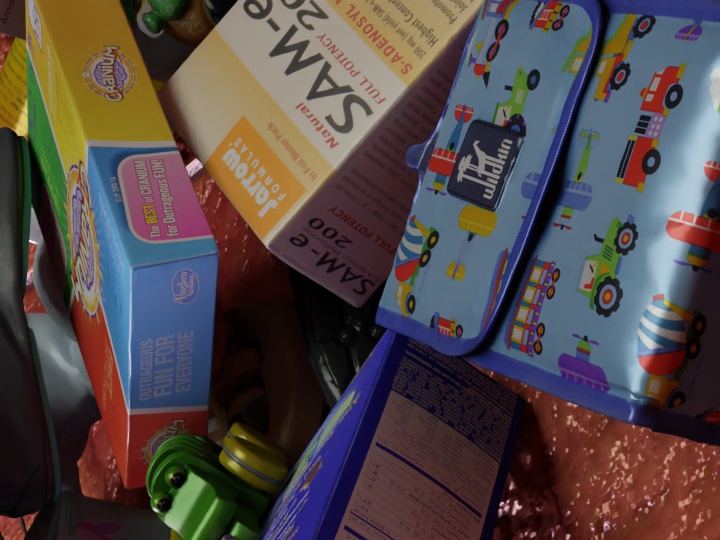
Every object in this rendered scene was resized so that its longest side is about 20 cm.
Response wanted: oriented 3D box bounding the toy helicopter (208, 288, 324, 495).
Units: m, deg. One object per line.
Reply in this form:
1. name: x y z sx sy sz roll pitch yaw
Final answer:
1. toy helicopter: -0.058 0.112 1.093 0.132 0.078 0.201 50 129 45

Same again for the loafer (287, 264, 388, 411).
1. loafer: 0.000 0.000 1.048 0.071 0.067 0.202 93 168 -57

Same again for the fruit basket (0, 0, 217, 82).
1. fruit basket: -0.080 -0.184 1.127 0.094 0.199 0.187 34 105 43

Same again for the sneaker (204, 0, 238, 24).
1. sneaker: -0.002 -0.191 1.056 0.203 0.145 0.077 -57 33 23

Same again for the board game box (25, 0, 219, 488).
1. board game box: -0.115 -0.024 1.034 0.154 0.040 0.201 98 156 -46

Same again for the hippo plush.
1. hippo plush: -0.162 0.057 1.166 0.160 0.201 0.159 -25 14 23

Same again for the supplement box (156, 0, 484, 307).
1. supplement box: 0.016 -0.103 0.980 0.200 0.073 0.126 -48 47 8

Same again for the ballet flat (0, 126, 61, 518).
1. ballet flat: -0.189 0.022 1.078 0.073 0.073 0.202 -30 62 49

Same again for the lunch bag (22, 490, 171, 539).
1. lunch bag: -0.151 0.224 1.079 0.161 0.076 0.201 124 157 -47

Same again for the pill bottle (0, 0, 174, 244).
1. pill bottle: -0.154 -0.115 1.300 0.201 0.109 0.109 -63 32 16

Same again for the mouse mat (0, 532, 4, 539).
1. mouse mat: -0.218 0.127 1.083 0.162 0.007 0.200 60 148 17

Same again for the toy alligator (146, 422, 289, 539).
1. toy alligator: -0.068 0.098 0.939 0.060 0.054 0.200 -59 3 3

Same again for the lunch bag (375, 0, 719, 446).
1. lunch bag: 0.090 -0.029 0.849 0.199 0.094 0.152 19 92 51

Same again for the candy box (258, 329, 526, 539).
1. candy box: -0.013 0.139 0.899 0.170 0.077 0.200 -57 3 27
